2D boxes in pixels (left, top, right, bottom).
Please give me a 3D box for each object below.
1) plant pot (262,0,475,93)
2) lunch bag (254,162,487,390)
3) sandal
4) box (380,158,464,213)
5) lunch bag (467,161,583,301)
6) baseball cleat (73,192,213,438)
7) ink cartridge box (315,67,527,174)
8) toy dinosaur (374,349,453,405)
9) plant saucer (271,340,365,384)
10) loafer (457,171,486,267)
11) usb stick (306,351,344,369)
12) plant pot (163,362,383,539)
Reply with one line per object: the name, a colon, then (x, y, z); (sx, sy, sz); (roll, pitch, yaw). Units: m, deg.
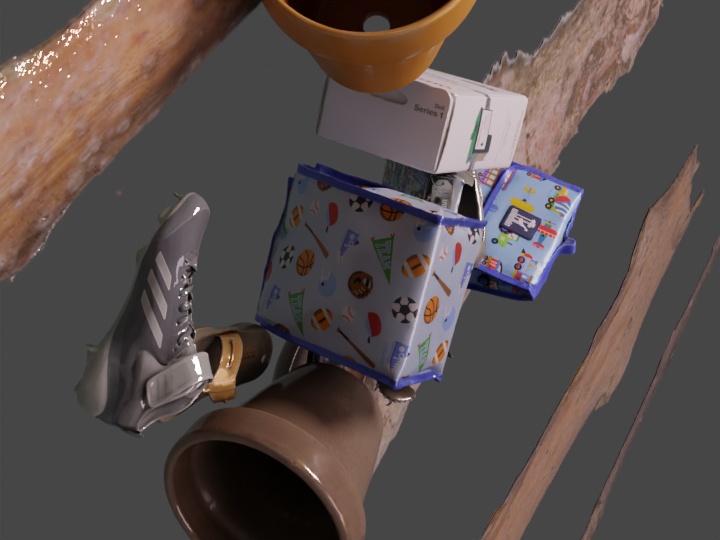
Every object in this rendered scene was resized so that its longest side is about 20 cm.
plant pot: (0.009, -0.250, 1.149); (0.183, 0.199, 0.201); (83, 32, -73)
lunch bag: (0.000, 0.000, 1.263); (0.124, 0.199, 0.171); (5, 102, -60)
sandal: (-0.129, 0.093, 1.232); (0.200, 0.054, 0.081); (-15, 120, -62)
box: (0.054, -0.054, 1.398); (0.200, 0.040, 0.138); (-123, -137, -71)
lunch bag: (0.162, -0.050, 1.566); (0.151, 0.199, 0.094); (-60, 154, -24)
baseball cleat: (-0.152, 0.040, 1.085); (0.201, 0.106, 0.070); (-64, 168, -6)
ink cartridge box: (0.065, -0.160, 1.355); (0.200, 0.145, 0.085); (-12, 119, -61)
toy dinosaur: (0.041, 0.089, 1.556); (0.102, 0.077, 0.200); (-34, 133, -2)
plant saucer: (-0.046, 0.111, 1.447); (0.200, 0.032, 0.202); (-43, 142, -46)
loafer: (0.104, -0.101, 1.484); (0.070, 0.069, 0.202); (120, -45, -85)
usb stick: (-0.042, 0.133, 1.395); (0.055, 0.032, 0.202); (-17, 123, -50)
plant pot: (-0.060, 0.183, 1.271); (0.175, 0.199, 0.202); (-49, 147, -46)
